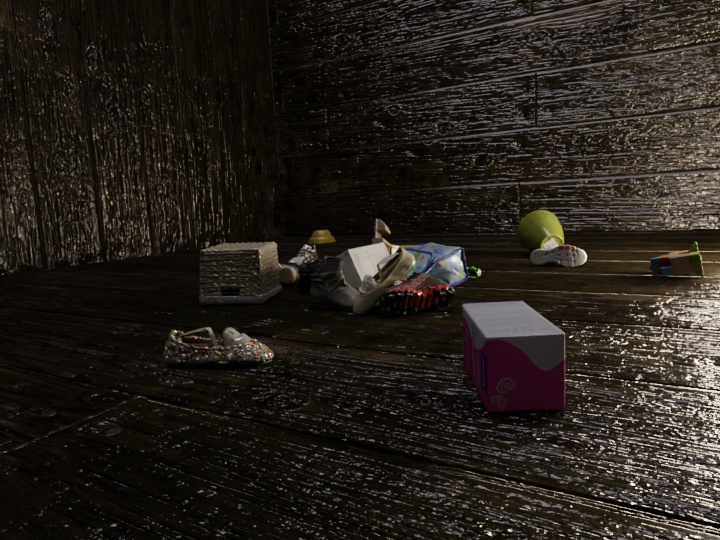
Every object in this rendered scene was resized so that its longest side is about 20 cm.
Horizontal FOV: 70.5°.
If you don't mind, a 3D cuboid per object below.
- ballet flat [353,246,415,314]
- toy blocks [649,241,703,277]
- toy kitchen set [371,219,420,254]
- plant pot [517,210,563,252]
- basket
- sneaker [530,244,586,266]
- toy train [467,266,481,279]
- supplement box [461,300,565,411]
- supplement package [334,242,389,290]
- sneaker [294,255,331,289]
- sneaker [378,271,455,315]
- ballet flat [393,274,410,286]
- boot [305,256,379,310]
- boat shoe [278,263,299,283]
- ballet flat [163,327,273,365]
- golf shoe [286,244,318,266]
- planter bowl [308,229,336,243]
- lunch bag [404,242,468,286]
[{"bbox_3d":[0.046,0.019,1.230,0.200,0.070,0.069,-43,16,-8],"label":"ballet flat"},{"bbox_3d":[0.937,-0.021,1.525,0.136,0.101,0.200,-12,1,32],"label":"toy blocks"},{"bbox_3d":[0.150,-0.109,1.952,0.179,0.165,0.200,0,-8,17],"label":"toy kitchen set"},{"bbox_3d":[0.780,-0.136,2.152,0.185,0.189,0.200,-2,23,4],"label":"plant pot"},{"bbox_3d":[-0.354,0.006,1.505,0.196,0.162,0.200,-1,10,7],"label":"basket"},{"bbox_3d":[0.730,-0.055,1.865,0.199,0.078,0.082,4,4,40],"label":"sneaker"},{"bbox_3d":[0.317,0.004,1.715,0.199,0.042,0.056,5,0,44],"label":"toy train"},{"bbox_3d":[0.208,0.113,0.723,0.102,0.102,0.200,-3,7,2],"label":"supplement box"},{"bbox_3d":[0.000,0.000,1.464,0.109,0.114,0.199,-29,-8,32],"label":"supplement package"},{"bbox_3d":[-0.144,0.007,1.538,0.103,0.060,0.200,20,-31,4],"label":"sneaker"},{"bbox_3d":[0.126,0.052,1.226,0.199,0.071,0.098,-5,36,-24],"label":"sneaker"},{"bbox_3d":[0.129,0.049,1.366,0.063,0.069,0.200,-22,15,-26],"label":"ballet flat"},{"bbox_3d":[-0.048,0.031,1.298,0.198,0.132,0.068,0,9,19],"label":"boot"},{"bbox_3d":[-0.255,0.014,1.762,0.064,0.073,0.199,6,-1,-32],"label":"boat shoe"},{"bbox_3d":[-0.252,0.132,0.894,0.198,0.065,0.076,-2,7,4],"label":"ballet flat"},{"bbox_3d":[-0.255,-0.062,2.201,0.077,0.095,0.200,2,11,26],"label":"golf shoe"},{"bbox_3d":[-0.270,-0.238,3.526,0.198,0.084,0.200,-4,8,0],"label":"planter bowl"},{"bbox_3d":[0.196,-0.004,1.548,0.199,0.128,0.170,-25,19,-23],"label":"lunch bag"}]
